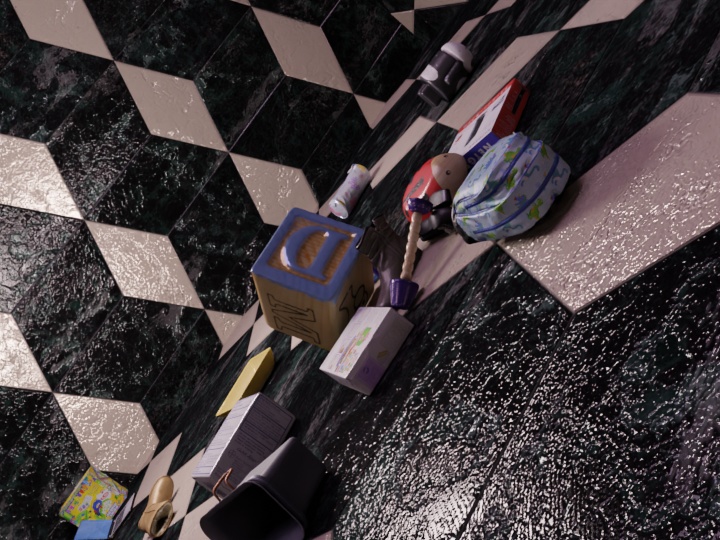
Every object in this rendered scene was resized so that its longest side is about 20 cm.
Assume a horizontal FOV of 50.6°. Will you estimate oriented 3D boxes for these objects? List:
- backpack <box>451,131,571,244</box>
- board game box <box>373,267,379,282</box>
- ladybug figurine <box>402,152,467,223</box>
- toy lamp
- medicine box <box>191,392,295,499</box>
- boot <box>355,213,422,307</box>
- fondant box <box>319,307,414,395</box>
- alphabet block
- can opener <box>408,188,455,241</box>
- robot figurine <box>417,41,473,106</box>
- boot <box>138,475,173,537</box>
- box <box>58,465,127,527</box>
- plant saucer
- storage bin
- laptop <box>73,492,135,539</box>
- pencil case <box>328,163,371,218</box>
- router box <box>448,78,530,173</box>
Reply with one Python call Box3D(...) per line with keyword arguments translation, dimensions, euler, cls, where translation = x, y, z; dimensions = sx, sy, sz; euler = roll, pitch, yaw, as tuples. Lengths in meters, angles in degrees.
Box3D(translation=(0.222, -0.122, 1.124), dimensions=(0.164, 0.154, 0.199), euler=(-48, 24, -7), cls="backpack")
Box3D(translation=(0.000, 0.000, 1.848), dimensions=(0.135, 0.044, 0.201), euler=(-49, 13, 25), cls="board game box")
Box3D(translation=(0.146, -0.164, 1.577), dimensions=(0.201, 0.071, 0.138), euler=(-52, 35, 43), cls="ladybug figurine")
Box3D(translation=(0.093, -0.029, 1.409), dimensions=(0.058, 0.057, 0.204), euler=(161, 124, -70), cls="toy lamp")
Box3D(translation=(-0.250, 0.377, 1.618), dimensions=(0.202, 0.102, 0.182), euler=(-59, 12, -25), cls="medicine box")
Box3D(translation=(0.036, -0.010, 1.514), dimensions=(0.068, 0.130, 0.202), euler=(-38, 19, 48), cls="boot")
Box3D(translation=(0.007, 0.141, 1.382), dimensions=(0.146, 0.058, 0.200), euler=(-56, 11, -11), cls="fondant box")
Box3D(translation=(-0.093, 0.021, 1.613), dimensions=(0.197, 0.193, 0.202), euler=(-58, -22, -31), cls="alphabet block")
Box3D(translation=(0.149, -0.093, 1.496), dimensions=(0.200, 0.062, 0.080), euler=(131, 146, -69), cls="can opener")
Box3D(translation=(0.265, -0.605, 2.353), dimensions=(0.150, 0.124, 0.201), euler=(41, 96, 37), cls="robot figurine")
Box3D(translation=(-0.560, 0.664, 2.150), dimensions=(0.200, 0.065, 0.178), euler=(-35, 34, 60), cls="boot")
Box3D(translation=(-1.099, 0.956, 3.141), dimensions=(0.202, 0.192, 0.122), euler=(-54, 12, -10), cls="box")
Box3D(translation=(-0.318, 0.331, 2.167), dimensions=(0.202, 0.048, 0.199), euler=(-61, 13, -28), cls="plant saucer")
Box3D(translation=(-0.153, 0.361, 1.226), dimensions=(0.200, 0.145, 0.135), euler=(-44, 4, 37), cls="storage bin")
Box3D(translation=(-0.954, 0.920, 2.854), dimensions=(0.202, 0.115, 0.187), euler=(-54, 12, -4), cls="laptop")
Box3D(translation=(-0.037, -0.284, 2.711), dimensions=(0.082, 0.091, 0.202), euler=(11, 59, 32), cls="pencil case")
Box3D(translation=(0.260, -0.285, 1.615), dimensions=(0.200, 0.049, 0.181), euler=(-39, 19, 52), cls="router box")
